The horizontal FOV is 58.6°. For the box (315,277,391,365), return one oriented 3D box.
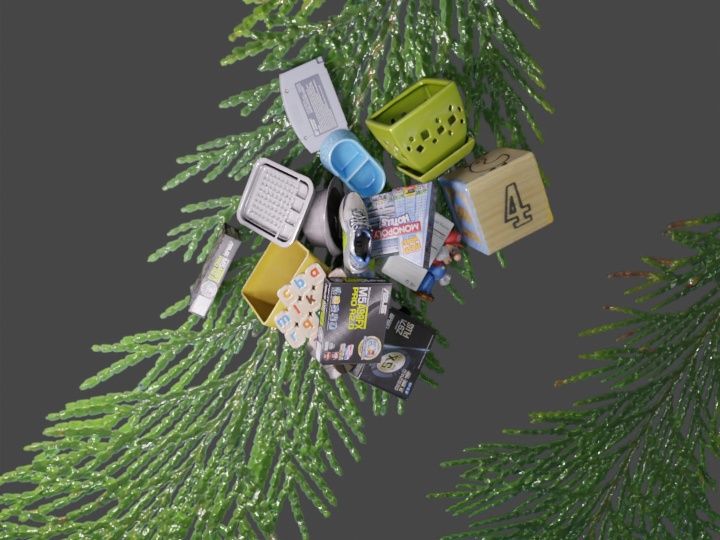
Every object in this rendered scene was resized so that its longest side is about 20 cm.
[{"bbox_3d":[-0.017,0.119,1.508,0.157,0.044,0.204,2,106,-22],"label":"box"}]

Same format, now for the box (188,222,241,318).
[{"bbox_3d":[-0.350,-0.004,1.542,0.044,0.160,0.202,25,96,-17],"label":"box"}]

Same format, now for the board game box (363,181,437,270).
[{"bbox_3d":[0.101,-0.095,1.571,0.196,0.062,0.204,-10,79,21],"label":"board game box"}]

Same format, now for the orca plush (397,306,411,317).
[{"bbox_3d":[0.073,0.191,1.747,0.199,0.071,0.106,-39,110,-2],"label":"orca plush"}]

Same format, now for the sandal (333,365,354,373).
[{"bbox_3d":[-0.058,0.158,1.582,0.081,0.055,0.203,-22,117,-16],"label":"sandal"}]

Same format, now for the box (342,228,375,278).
[{"bbox_3d":[0.000,0.000,1.618,0.047,0.122,0.204,-6,78,20],"label":"box"}]

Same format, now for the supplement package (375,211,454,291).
[{"bbox_3d":[0.133,-0.072,1.673,0.116,0.117,0.202,28,95,-17],"label":"supplement package"}]

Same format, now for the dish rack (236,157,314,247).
[{"bbox_3d":[-0.199,-0.164,1.549,0.043,0.198,0.174,8,107,-59],"label":"dish rack"}]

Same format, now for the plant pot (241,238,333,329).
[{"bbox_3d":[-0.150,0.043,1.597,0.175,0.200,0.202,29,96,-34],"label":"plant pot"}]

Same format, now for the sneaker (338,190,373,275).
[{"bbox_3d":[0.000,-0.097,1.531,0.076,0.085,0.204,-3,79,-20],"label":"sneaker"}]

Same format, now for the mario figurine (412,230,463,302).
[{"bbox_3d":[0.221,-0.007,1.712,0.105,0.124,0.203,23,97,-13],"label":"mario figurine"}]

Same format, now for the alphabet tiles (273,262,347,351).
[{"bbox_3d":[-0.102,0.088,1.505,0.199,0.015,0.197,-37,118,-8],"label":"alphabet tiles"}]

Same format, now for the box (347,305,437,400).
[{"bbox_3d":[0.081,0.208,1.664,0.162,0.086,0.203,28,85,-24],"label":"box"}]

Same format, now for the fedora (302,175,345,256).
[{"bbox_3d":[-0.093,-0.131,1.589,0.089,0.179,0.202,0,141,16],"label":"fedora"}]

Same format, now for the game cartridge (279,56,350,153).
[{"bbox_3d":[-0.117,-0.401,1.571,0.131,0.042,0.203,-23,108,-4],"label":"game cartridge"}]

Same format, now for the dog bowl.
[{"bbox_3d":[-0.014,-0.259,1.605,0.111,0.050,0.200,-45,120,5],"label":"dog bowl"}]

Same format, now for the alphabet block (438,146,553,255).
[{"bbox_3d":[0.348,-0.184,1.663,0.197,0.195,0.199,-26,111,-7],"label":"alphabet block"}]

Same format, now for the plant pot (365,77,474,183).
[{"bbox_3d":[0.155,-0.337,1.576,0.199,0.199,0.183,-35,115,-4],"label":"plant pot"}]

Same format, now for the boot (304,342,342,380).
[{"bbox_3d":[-0.043,0.183,1.696,0.130,0.068,0.200,43,99,6],"label":"boot"}]
